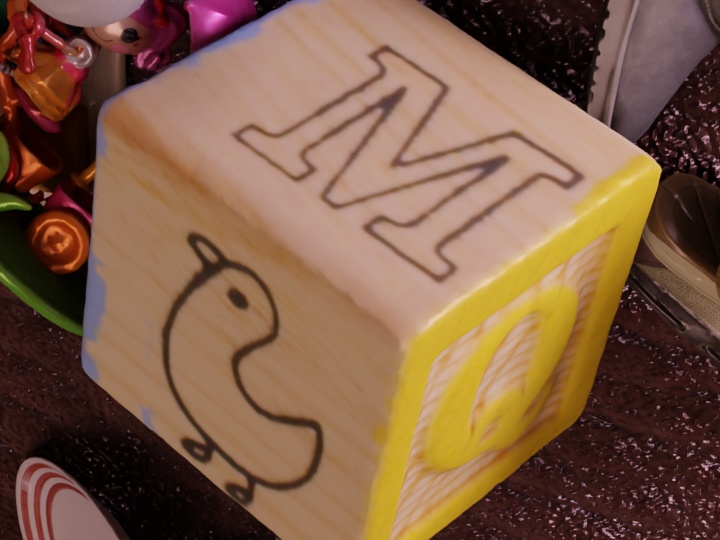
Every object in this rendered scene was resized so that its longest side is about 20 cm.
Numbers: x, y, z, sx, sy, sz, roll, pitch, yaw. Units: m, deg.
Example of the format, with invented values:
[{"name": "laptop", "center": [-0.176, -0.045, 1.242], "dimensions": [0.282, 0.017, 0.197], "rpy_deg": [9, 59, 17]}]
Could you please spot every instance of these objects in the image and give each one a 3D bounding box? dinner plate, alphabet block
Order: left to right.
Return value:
[{"name": "dinner plate", "center": [-0.167, 0.210, 1.412], "dimensions": [0.200, 0.024, 0.200], "rpy_deg": [43, 146, 38]}, {"name": "alphabet block", "center": [0.000, 0.000, 1.075], "dimensions": [0.200, 0.196, 0.195], "rpy_deg": [36, 140, 25]}]

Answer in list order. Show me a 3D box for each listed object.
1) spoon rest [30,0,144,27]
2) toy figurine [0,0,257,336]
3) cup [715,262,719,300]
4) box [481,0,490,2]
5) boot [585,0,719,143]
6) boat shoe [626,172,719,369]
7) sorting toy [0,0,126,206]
[{"name": "spoon rest", "center": [-0.138, -0.218, 1.052], "dimensions": [0.099, 0.061, 0.200], "rpy_deg": [12, 114, 29]}, {"name": "toy figurine", "center": [-0.140, -0.098, 1.136], "dimensions": [0.184, 0.150, 0.200], "rpy_deg": [-42, 94, 9]}, {"name": "cup", "center": [0.256, 0.015, 1.032], "dimensions": [0.143, 0.200, 0.200], "rpy_deg": [38, 131, -8]}, {"name": "box", "center": [0.068, -0.257, 0.896], "dimensions": [0.166, 0.164, 0.200], "rpy_deg": [-28, 113, 31]}, {"name": "boot", "center": [0.216, -0.110, 1.040], "dimensions": [0.200, 0.073, 0.182], "rpy_deg": [13, 133, 2]}, {"name": "boat shoe", "center": [0.213, 0.026, 1.150], "dimensions": [0.200, 0.073, 0.065], "rpy_deg": [43, 143, -15]}, {"name": "sorting toy", "center": [-0.222, -0.112, 1.219], "dimensions": [0.185, 0.036, 0.200], "rpy_deg": [12, 131, 12]}]
